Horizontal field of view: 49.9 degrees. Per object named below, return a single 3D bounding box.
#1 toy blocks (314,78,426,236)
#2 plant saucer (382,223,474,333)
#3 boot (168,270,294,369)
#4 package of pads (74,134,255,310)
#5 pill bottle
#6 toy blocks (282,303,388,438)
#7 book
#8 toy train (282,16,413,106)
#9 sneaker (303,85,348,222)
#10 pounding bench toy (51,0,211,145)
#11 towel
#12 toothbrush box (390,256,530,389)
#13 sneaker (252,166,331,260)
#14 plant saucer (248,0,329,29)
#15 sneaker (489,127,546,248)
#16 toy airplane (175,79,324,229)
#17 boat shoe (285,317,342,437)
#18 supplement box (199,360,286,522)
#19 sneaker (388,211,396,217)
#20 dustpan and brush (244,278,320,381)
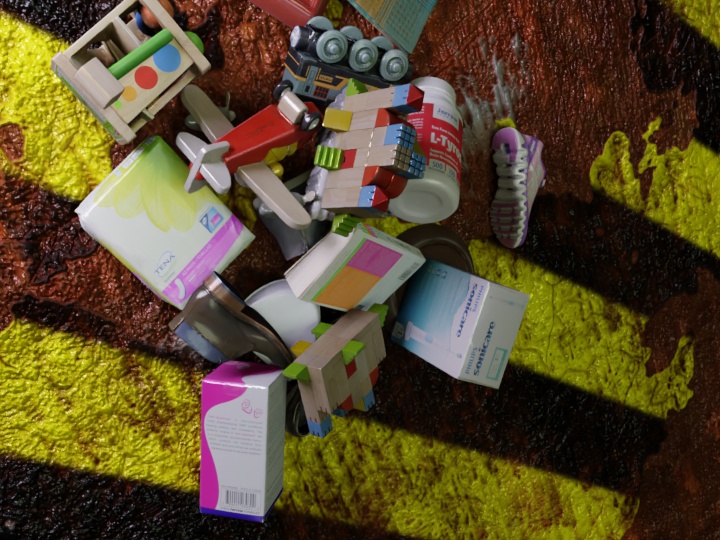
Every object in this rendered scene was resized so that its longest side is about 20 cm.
[{"bbox_3d":[0.025,-0.146,0.974,0.099,0.136,0.203,18,81,-40],"label":"toy blocks"},{"bbox_3d":[0.115,0.025,1.286,0.198,0.034,0.203,-7,105,-27],"label":"plant saucer"},{"bbox_3d":[-0.177,0.096,1.088,0.097,0.075,0.200,-42,123,-3],"label":"boot"},{"bbox_3d":[-0.265,-0.060,1.052,0.155,0.068,0.200,-48,117,-12],"label":"package of pads"},{"bbox_3d":[0.095,-0.181,1.147,0.111,0.112,0.202,24,57,-29],"label":"pill bottle"},{"bbox_3d":[-0.022,0.155,1.138,0.200,0.099,0.138,-40,129,-44],"label":"toy blocks"},{"bbox_3d":[0.000,0.000,1.141,0.134,0.048,0.199,-44,149,16],"label":"book"},{"bbox_3d":[-0.019,-0.288,1.119,0.198,0.085,0.115,7,121,-32],"label":"toy train"},{"bbox_3d":[-0.020,-0.161,1.081,0.081,0.075,0.202,16,87,-24],"label":"sneaker"},{"bbox_3d":[-0.266,-0.251,0.927,0.156,0.200,0.124,-45,111,-10],"label":"pounding bench toy"},{"bbox_3d":[0.039,-0.434,1.130,0.199,0.022,0.148,32,84,-39],"label":"towel"},{"bbox_3d":[0.146,0.073,1.180,0.085,0.200,0.148,16,93,-28],"label":"toothbrush box"},{"bbox_3d":[-0.048,-0.099,1.136,0.199,0.075,0.107,-29,92,-10],"label":"sneaker"},{"bbox_3d":[-0.101,-0.460,1.065,0.199,0.037,0.201,25,89,-30],"label":"plant saucer"},{"bbox_3d":[0.274,-0.139,1.309,0.088,0.080,0.203,-8,104,-33],"label":"sneaker"},{"bbox_3d":[-0.152,-0.151,1.031,0.197,0.141,0.202,8,62,-10],"label":"toy airplane"},{"bbox_3d":[-0.054,0.173,1.208,0.074,0.073,0.202,27,88,-29],"label":"boat shoe"},{"bbox_3d":[-0.169,0.244,1.129,0.100,0.103,0.203,6,102,10],"label":"supplement box"},{"bbox_3d":[0.061,-0.116,1.198,0.198,0.082,0.071,-5,107,-26],"label":"sneaker"},{"bbox_3d":[-0.092,0.048,1.180,0.139,0.057,0.200,43,87,-20],"label":"dustpan and brush"}]
